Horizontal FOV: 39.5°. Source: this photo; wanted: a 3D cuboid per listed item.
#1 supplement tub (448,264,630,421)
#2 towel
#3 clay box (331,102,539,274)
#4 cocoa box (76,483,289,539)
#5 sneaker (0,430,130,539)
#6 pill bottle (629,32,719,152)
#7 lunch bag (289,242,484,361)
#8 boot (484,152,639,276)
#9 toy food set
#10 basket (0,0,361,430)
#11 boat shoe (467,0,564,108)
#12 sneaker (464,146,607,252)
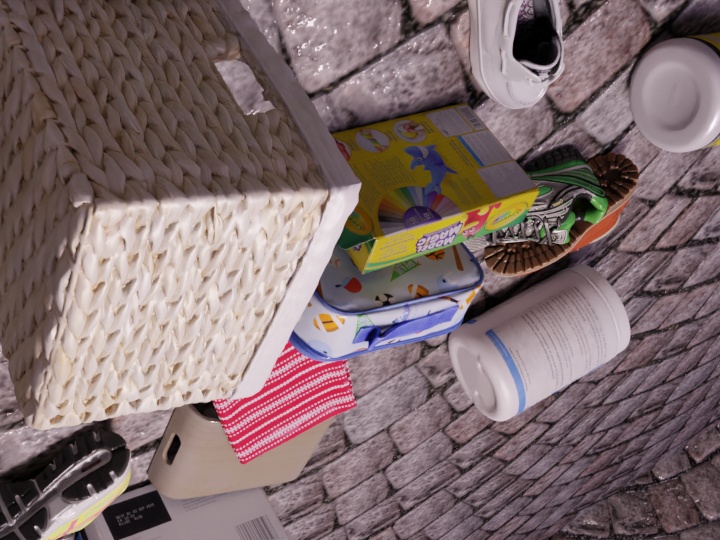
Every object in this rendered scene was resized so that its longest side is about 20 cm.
[{"bbox_3d":[0.224,0.090,1.266,0.199,0.132,0.132,-26,150,-16],"label":"supplement tub"},{"bbox_3d":[-0.078,0.105,0.990,0.144,0.023,0.201,-26,138,-13],"label":"towel"},{"bbox_3d":[0.037,-0.070,0.832,0.199,0.115,0.048,-18,148,-29],"label":"clay box"},{"bbox_3d":[-0.205,0.320,1.134,0.199,0.134,0.132,-13,145,-36],"label":"cocoa box"},{"bbox_3d":[-0.303,0.234,0.958,0.199,0.078,0.090,-27,158,-13],"label":"sneaker"},{"bbox_3d":[0.382,-0.190,1.035,0.199,0.113,0.113,-15,146,-34],"label":"pill bottle"},{"bbox_3d":[0.000,0.000,0.848,0.199,0.160,0.076,-12,144,-39],"label":"lunch bag"},{"bbox_3d":[0.225,-0.042,1.134,0.199,0.075,0.107,-32,157,-11],"label":"boot"},{"bbox_3d":[-0.123,0.178,1.104,0.199,0.061,0.144,-2,138,-34],"label":"toy food set"},{"bbox_3d":[-0.136,-0.041,0.604,0.160,0.199,0.200,-9,142,-34],"label":"basket"},{"bbox_3d":[0.135,-0.186,0.814,0.072,0.069,0.200,-31,152,-8],"label":"boat shoe"},{"bbox_3d":[0.172,-0.061,1.027,0.199,0.085,0.078,-23,150,-22],"label":"sneaker"}]
